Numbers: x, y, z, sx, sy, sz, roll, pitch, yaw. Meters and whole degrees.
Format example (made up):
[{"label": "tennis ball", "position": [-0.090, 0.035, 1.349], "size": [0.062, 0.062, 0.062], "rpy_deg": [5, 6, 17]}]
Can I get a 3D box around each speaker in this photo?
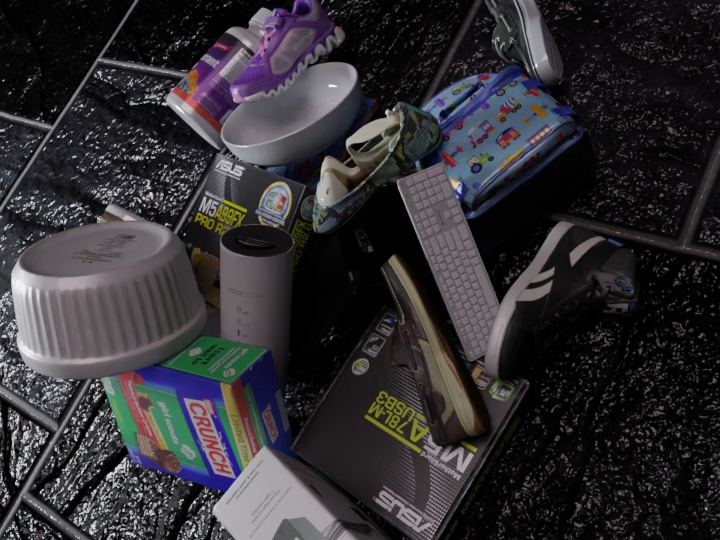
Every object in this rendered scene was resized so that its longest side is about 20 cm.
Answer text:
[{"label": "speaker", "position": [-0.119, 0.051, 0.822], "size": [0.081, 0.200, 0.081], "rpy_deg": [4, 29, -2]}]

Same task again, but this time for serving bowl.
[{"label": "serving bowl", "position": [-0.084, -0.199, 0.978], "size": [0.200, 0.066, 0.200], "rpy_deg": [-17, 36, 13]}]

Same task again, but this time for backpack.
[{"label": "backpack", "position": [0.144, -0.149, 0.837], "size": [0.183, 0.135, 0.200], "rpy_deg": [-35, 54, 7]}]

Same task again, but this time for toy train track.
[{"label": "toy train track", "position": [-0.225, -0.010, 0.888], "size": [0.200, 0.115, 0.033], "rpy_deg": [33, 39, -2]}]

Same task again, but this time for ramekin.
[{"label": "ramekin", "position": [-0.275, 0.021, 0.789], "size": [0.200, 0.105, 0.200], "rpy_deg": [-4, 24, 2]}]

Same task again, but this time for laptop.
[{"label": "laptop", "position": [0.000, 0.000, 0.879], "size": [0.200, 0.116, 0.187], "rpy_deg": [-9, 41, -9]}]

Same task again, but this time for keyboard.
[{"label": "keyboard", "position": [0.098, -0.009, 0.748], "size": [0.056, 0.011, 0.200], "rpy_deg": [-24, 95, -13]}]

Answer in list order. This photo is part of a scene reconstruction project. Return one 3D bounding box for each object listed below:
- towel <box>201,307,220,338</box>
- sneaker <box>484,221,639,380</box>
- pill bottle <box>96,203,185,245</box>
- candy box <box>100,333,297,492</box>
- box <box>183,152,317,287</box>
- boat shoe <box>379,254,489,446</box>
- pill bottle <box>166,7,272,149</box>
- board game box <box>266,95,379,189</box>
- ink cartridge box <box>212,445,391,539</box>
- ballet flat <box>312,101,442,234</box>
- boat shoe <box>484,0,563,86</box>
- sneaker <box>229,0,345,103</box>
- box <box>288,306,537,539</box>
[{"label": "towel", "position": [-0.235, 0.095, 0.959], "size": [0.200, 0.034, 0.133], "rpy_deg": [28, 80, 34]}, {"label": "sneaker", "position": [0.212, 0.037, 0.724], "size": [0.112, 0.073, 0.200], "rpy_deg": [20, 61, 31]}, {"label": "pill bottle", "position": [-0.325, 0.025, 0.948], "size": [0.114, 0.114, 0.200], "rpy_deg": [24, 83, 34]}, {"label": "candy box", "position": [-0.182, 0.155, 0.811], "size": [0.200, 0.169, 0.077], "rpy_deg": [7, 32, 27]}, {"label": "box", "position": [-0.146, -0.053, 0.942], "size": [0.200, 0.044, 0.160], "rpy_deg": [26, 96, 43]}, {"label": "boat shoe", "position": [0.059, 0.079, 0.728], "size": [0.065, 0.073, 0.200], "rpy_deg": [-29, 68, 11]}, {"label": "pill bottle", "position": [-0.183, -0.288, 1.085], "size": [0.200, 0.111, 0.111], "rpy_deg": [-49, 54, -4]}, {"label": "board game box", "position": [-0.065, -0.166, 1.019], "size": [0.103, 0.019, 0.200], "rpy_deg": [25, 77, 36]}, {"label": "ink cartridge box", "position": [-0.023, 0.274, 0.692], "size": [0.200, 0.146, 0.084], "rpy_deg": [35, 82, 35]}, {"label": "ballet flat", "position": [-0.003, -0.116, 0.805], "size": [0.200, 0.074, 0.074], "rpy_deg": [-39, 52, 28]}, {"label": "boat shoe", "position": [0.205, -0.295, 0.931], "size": [0.071, 0.072, 0.200], "rpy_deg": [-25, 46, 23]}, {"label": "sneaker", "position": [-0.112, -0.308, 1.004], "size": [0.080, 0.089, 0.200], "rpy_deg": [18, 56, 45]}, {"label": "box", "position": [0.052, 0.161, 0.773], "size": [0.200, 0.048, 0.193], "rpy_deg": [27, 75, 35]}]
